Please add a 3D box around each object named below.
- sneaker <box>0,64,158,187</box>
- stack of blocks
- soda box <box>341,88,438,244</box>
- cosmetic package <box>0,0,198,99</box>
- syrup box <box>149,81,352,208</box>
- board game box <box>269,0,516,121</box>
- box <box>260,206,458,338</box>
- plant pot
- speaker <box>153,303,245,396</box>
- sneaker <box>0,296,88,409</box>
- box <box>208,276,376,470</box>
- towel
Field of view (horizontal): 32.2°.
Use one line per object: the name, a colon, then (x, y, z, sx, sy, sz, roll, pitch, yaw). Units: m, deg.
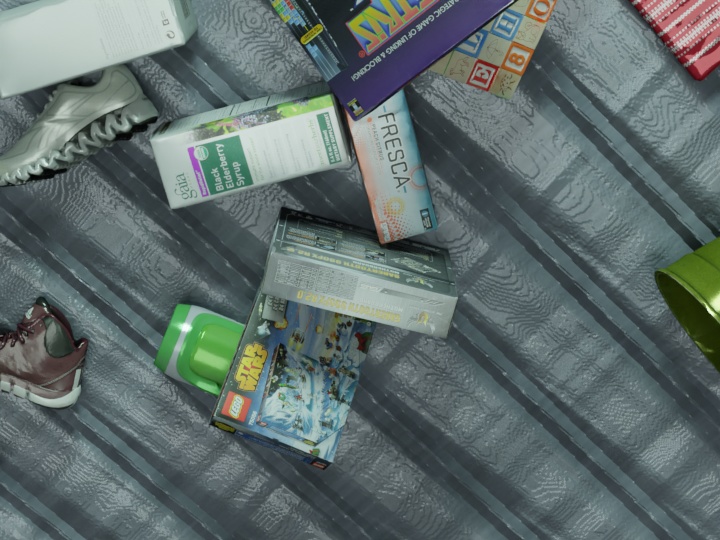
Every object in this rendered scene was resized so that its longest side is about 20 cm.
sneaker: (-0.315, -0.151, 1.325, 0.199, 0.075, 0.081, -26, 94, 7)
stack of blocks: (0.136, -0.287, 1.254, 0.115, 0.059, 0.201, 16, 110, -26)
soda box: (0.026, -0.135, 1.323, 0.068, 0.064, 0.201, -15, 110, 1)
cosmetic package: (-0.274, -0.246, 1.264, 0.199, 0.113, 0.082, -15, 109, 4)
syrup box: (-0.114, -0.134, 1.317, 0.199, 0.082, 0.079, -14, 109, 4)
board game box: (0.027, -0.268, 1.195, 0.200, 0.057, 0.166, -35, 93, 24)
box: (0.000, 0.000, 1.323, 0.199, 0.159, 0.049, 14, 110, -5)
plant pot: (0.452, 0.021, 1.323, 0.193, 0.200, 0.201, -38, 106, 0)
speaker: (-0.127, 0.108, 1.402, 0.199, 0.089, 0.089, 22, 108, -7)
sneaker: (-0.401, 0.075, 1.406, 0.199, 0.076, 0.116, 17, 104, -17)
box: (-0.067, 0.098, 1.355, 0.136, 0.201, 0.040, 23, 153, -8)
towel: (0.345, -0.311, 1.281, 0.144, 0.023, 0.200, -40, 103, 15)
